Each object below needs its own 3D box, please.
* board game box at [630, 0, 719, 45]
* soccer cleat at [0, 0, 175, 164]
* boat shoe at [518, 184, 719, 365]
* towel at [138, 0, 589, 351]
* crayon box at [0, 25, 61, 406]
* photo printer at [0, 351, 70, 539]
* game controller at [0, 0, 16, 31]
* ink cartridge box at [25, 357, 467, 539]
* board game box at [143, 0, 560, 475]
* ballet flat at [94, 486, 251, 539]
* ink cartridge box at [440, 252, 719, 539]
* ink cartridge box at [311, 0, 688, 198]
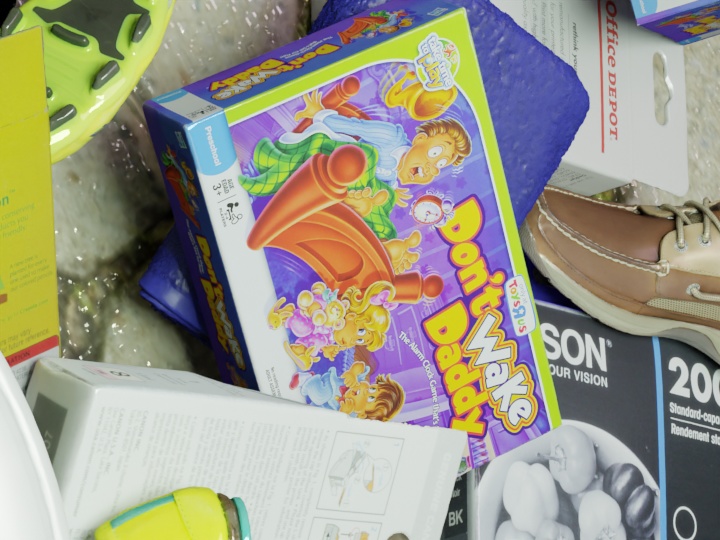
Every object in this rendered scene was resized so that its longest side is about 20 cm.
[{"bbox_3d":[0.142,-0.216,1.235,0.134,0.045,0.201,-5,80,-74],"label":"board game box"},{"bbox_3d":[-0.107,-0.108,1.090,0.064,0.084,0.201,18,54,8],"label":"soccer cleat"},{"bbox_3d":[0.164,-0.006,1.271,0.199,0.072,0.076,21,32,-30],"label":"boat shoe"},{"bbox_3d":[0.002,-0.037,1.134,0.148,0.050,0.200,36,86,-33],"label":"towel"},{"bbox_3d":[-0.173,0.012,0.947,0.127,0.051,0.201,-25,126,-44],"label":"crayon box"},{"bbox_3d":[-0.202,0.085,0.860,0.069,0.199,0.167,-53,122,-76],"label":"photo printer"},{"bbox_3d":[-0.222,-0.169,1.029,0.200,0.042,0.105,27,60,-34],"label":"game controller"},{"bbox_3d":[-0.062,0.126,1.033,0.199,0.057,0.163,8,100,-45],"label":"ink cartridge box"},{"bbox_3d":[0.000,0.000,1.079,0.134,0.045,0.201,-25,115,-21],"label":"board game box"},{"bbox_3d":[-0.070,0.179,0.982,0.067,0.067,0.201,-9,110,-13],"label":"ballet flat"},{"bbox_3d":[0.116,0.071,1.260,0.198,0.043,0.201,14,66,-39],"label":"ink cartridge box"},{"bbox_3d":[0.071,-0.101,1.255,0.199,0.068,0.117,15,67,-38],"label":"ink cartridge box"}]
